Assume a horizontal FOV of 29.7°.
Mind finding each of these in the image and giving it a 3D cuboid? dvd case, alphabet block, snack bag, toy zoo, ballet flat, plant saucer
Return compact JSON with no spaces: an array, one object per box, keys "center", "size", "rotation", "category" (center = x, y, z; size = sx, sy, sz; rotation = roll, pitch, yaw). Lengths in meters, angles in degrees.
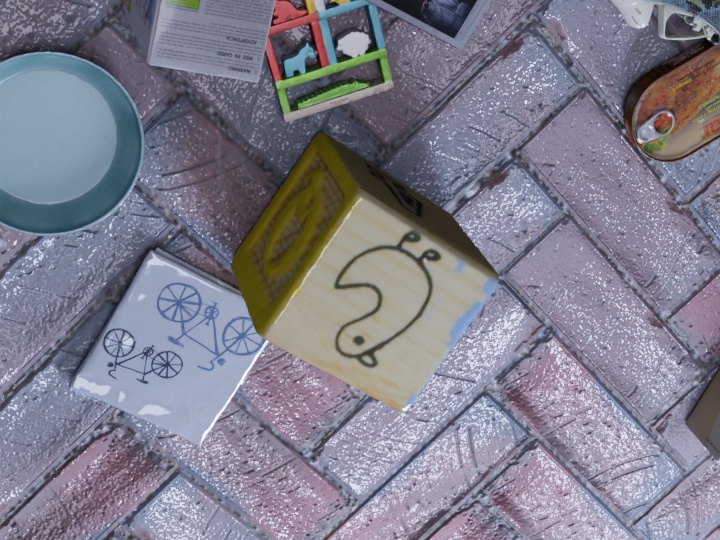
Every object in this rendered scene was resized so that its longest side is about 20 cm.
[{"center":[0.086,-0.324,1.409],"size":[0.199,0.025,0.151],"rotation":[13,113,-53],"category":"dvd case"},{"center":[0.000,0.000,1.490],"size":[0.199,0.197,0.196],"rotation":[29,102,-26],"category":"alphabet block"},{"center":[-0.211,0.094,1.571],"size":[0.188,0.021,0.201],"rotation":[27,104,-25],"category":"snack bag"},{"center":[-0.046,-0.271,1.449],"size":[0.130,0.020,0.202],"rotation":[-19,118,-7],"category":"toy zoo"},{"center":[0.335,-0.296,1.518],"size":[0.198,0.074,0.075],"rotation":[11,111,-19],"category":"ballet flat"},{"center":[-0.327,-0.135,1.421],"size":[0.198,0.036,0.202],"rotation":[-6,115,-14],"category":"plant saucer"}]

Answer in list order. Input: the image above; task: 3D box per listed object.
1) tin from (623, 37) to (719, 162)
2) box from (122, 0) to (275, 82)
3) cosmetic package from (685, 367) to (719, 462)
[{"center":[0.402,-0.207,1.601],"size":[0.199,0.042,0.113],"rotation":[-30,115,-1],"category":"tin"},{"center":[-0.158,-0.268,1.315],"size":[0.111,0.200,0.102],"rotation":[6,113,-21],"category":"box"},{"center":[0.518,0.153,1.766],"size":[0.071,0.105,0.201],"rotation":[22,105,-22],"category":"cosmetic package"}]
